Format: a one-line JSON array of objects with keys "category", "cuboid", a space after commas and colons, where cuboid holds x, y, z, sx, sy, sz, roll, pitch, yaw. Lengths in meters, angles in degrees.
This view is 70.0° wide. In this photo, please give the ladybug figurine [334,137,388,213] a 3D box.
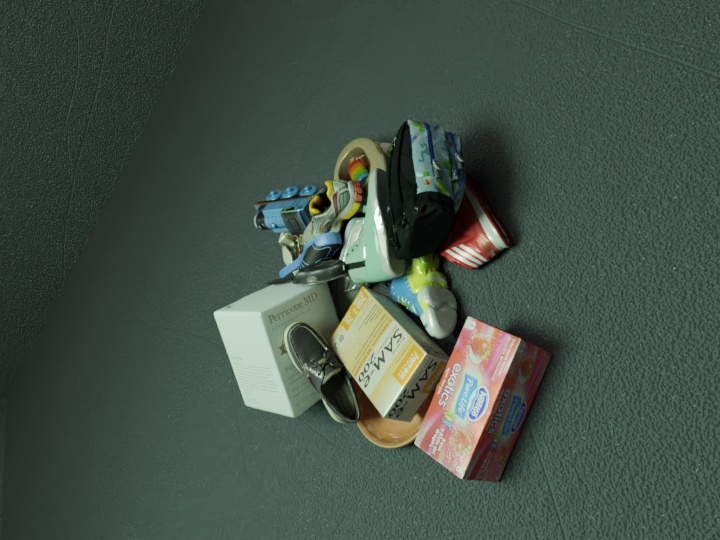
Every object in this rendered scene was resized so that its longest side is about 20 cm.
[{"category": "ladybug figurine", "cuboid": [0.012, -0.189, 1.059, 0.136, 0.071, 0.201, -44, 44, 25]}]

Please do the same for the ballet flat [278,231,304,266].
[{"category": "ballet flat", "cuboid": [-0.161, -0.055, 1.225, 0.076, 0.064, 0.201, -44, 45, 23]}]

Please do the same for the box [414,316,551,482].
[{"category": "box", "cuboid": [0.175, 0.183, 0.731, 0.094, 0.102, 0.202, 23, 88, 48]}]

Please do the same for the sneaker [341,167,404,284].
[{"category": "sneaker", "cuboid": [0.010, -0.075, 0.912, 0.117, 0.073, 0.204, -17, 69, 40]}]

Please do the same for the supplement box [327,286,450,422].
[{"category": "supplement box", "cuboid": [0.042, 0.135, 0.860, 0.127, 0.073, 0.200, -58, 42, 10]}]

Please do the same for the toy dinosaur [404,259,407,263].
[{"category": "toy dinosaur", "cuboid": [0.067, -0.090, 0.969, 0.089, 0.047, 0.201, -56, 20, 24]}]

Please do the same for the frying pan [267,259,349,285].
[{"category": "frying pan", "cuboid": [-0.092, 0.002, 0.979, 0.189, 0.114, 0.031, 4, 109, 55]}]

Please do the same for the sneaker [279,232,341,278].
[{"category": "sneaker", "cuboid": [-0.095, 0.000, 1.047, 0.200, 0.069, 0.079, -40, 63, 42]}]

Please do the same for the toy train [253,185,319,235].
[{"category": "toy train", "cuboid": [-0.168, -0.139, 1.213, 0.198, 0.087, 0.115, -1, 39, 32]}]

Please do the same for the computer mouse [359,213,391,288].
[{"category": "computer mouse", "cuboid": [0.041, -0.040, 1.032, 0.059, 0.034, 0.202, -55, 46, 39]}]

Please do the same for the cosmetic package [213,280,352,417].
[{"category": "cosmetic package", "cuboid": [-0.143, 0.140, 0.978, 0.165, 0.166, 0.203, -4, 107, 46]}]

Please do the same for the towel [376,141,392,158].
[{"category": "towel", "cuboid": [0.027, -0.209, 1.127, 0.199, 0.023, 0.154, 24, 90, 51]}]

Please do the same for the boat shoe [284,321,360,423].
[{"category": "boat shoe", "cuboid": [-0.058, 0.174, 0.875, 0.071, 0.202, 0.065, -32, 6, -24]}]

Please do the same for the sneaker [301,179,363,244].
[{"category": "sneaker", "cuboid": [-0.074, -0.116, 1.021, 0.200, 0.081, 0.079, -48, 45, 46]}]

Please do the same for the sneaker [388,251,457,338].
[{"category": "sneaker", "cuboid": [0.104, 0.050, 0.895, 0.105, 0.075, 0.202, -46, 32, 36]}]

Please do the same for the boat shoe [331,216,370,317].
[{"category": "boat shoe", "cuboid": [0.004, 0.000, 1.003, 0.086, 0.074, 0.205, 17, 94, 52]}]

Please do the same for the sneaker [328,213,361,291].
[{"category": "sneaker", "cuboid": [-0.058, -0.057, 1.108, 0.081, 0.073, 0.202, 20, 87, 48]}]

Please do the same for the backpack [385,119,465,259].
[{"category": "backpack", "cuboid": [0.102, -0.146, 0.837, 0.164, 0.151, 0.202, 104, 153, -61]}]

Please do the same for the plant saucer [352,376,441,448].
[{"category": "plant saucer", "cuboid": [0.065, 0.202, 0.889, 0.199, 0.037, 0.203, -22, 57, 38]}]

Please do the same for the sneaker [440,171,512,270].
[{"category": "sneaker", "cuboid": [0.165, -0.089, 0.883, 0.115, 0.078, 0.202, -41, 46, 25]}]
